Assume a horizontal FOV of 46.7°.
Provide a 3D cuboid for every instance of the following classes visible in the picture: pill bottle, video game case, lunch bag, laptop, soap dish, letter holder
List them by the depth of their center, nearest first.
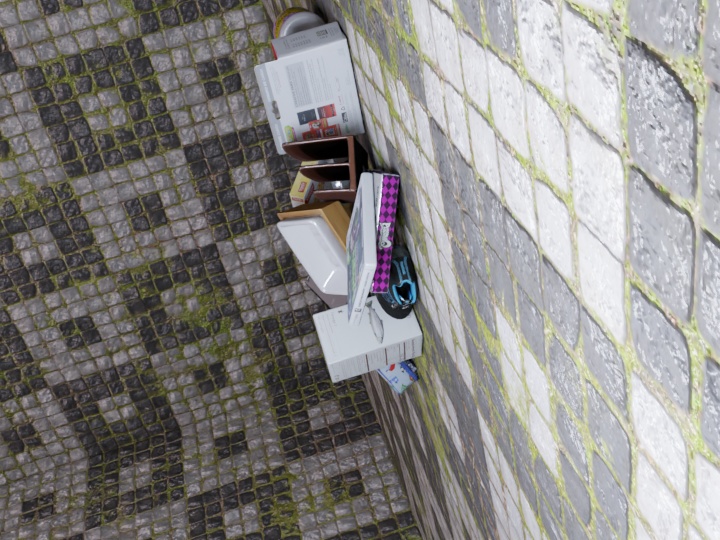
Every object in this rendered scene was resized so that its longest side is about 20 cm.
[{"bbox_3d":[-0.001,-0.035,1.440,0.182,0.023,0.201,105,166,-52],"label":"video game case"},{"bbox_3d":[0.028,-0.074,1.466,0.181,0.036,0.201,-134,49,-78],"label":"video game case"},{"bbox_3d":[-0.065,-0.183,1.566,0.200,0.141,0.101,9,-102,-82],"label":"letter holder"},{"bbox_3d":[-0.059,-0.046,1.635,0.157,0.081,0.201,0,129,53],"label":"soap dish"},{"bbox_3d":[-0.129,-0.498,1.753,0.200,0.104,0.105,-119,12,-66],"label":"pill bottle"},{"bbox_3d":[-0.044,-0.030,1.964,0.200,0.116,0.188,46,132,18],"label":"laptop"},{"bbox_3d":[0.057,0.200,1.980,0.160,0.075,0.200,50,179,-17],"label":"lunch bag"}]

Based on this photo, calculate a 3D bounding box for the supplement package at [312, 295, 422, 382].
[{"bbox_3d":[0.017,0.133,1.716,0.117,0.199,0.117,82,169,-63],"label":"supplement package"}]

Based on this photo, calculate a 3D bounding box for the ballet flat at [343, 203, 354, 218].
[{"bbox_3d":[0.019,-0.065,1.758,0.200,0.063,0.069,47,-155,-25],"label":"ballet flat"}]

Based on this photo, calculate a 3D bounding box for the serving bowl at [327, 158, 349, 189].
[{"bbox_3d":[-0.025,-0.197,1.836,0.200,0.065,0.201,163,90,-86],"label":"serving bowl"}]

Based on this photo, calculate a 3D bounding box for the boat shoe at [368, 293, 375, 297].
[{"bbox_3d":[-0.002,0.001,1.809,0.068,0.073,0.200,3,-113,-67],"label":"boat shoe"}]

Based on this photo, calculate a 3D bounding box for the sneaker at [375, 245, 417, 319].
[{"bbox_3d":[0.070,0.044,1.560,0.200,0.073,0.082,80,172,-55],"label":"sneaker"}]

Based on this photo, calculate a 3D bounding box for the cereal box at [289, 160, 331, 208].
[{"bbox_3d":[-0.107,-0.167,1.867,0.200,0.039,0.145,82,-156,-61],"label":"cereal box"}]

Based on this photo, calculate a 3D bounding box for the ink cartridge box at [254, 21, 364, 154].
[{"bbox_3d":[-0.099,-0.337,1.559,0.084,0.175,0.201,-112,7,-49],"label":"ink cartridge box"}]
